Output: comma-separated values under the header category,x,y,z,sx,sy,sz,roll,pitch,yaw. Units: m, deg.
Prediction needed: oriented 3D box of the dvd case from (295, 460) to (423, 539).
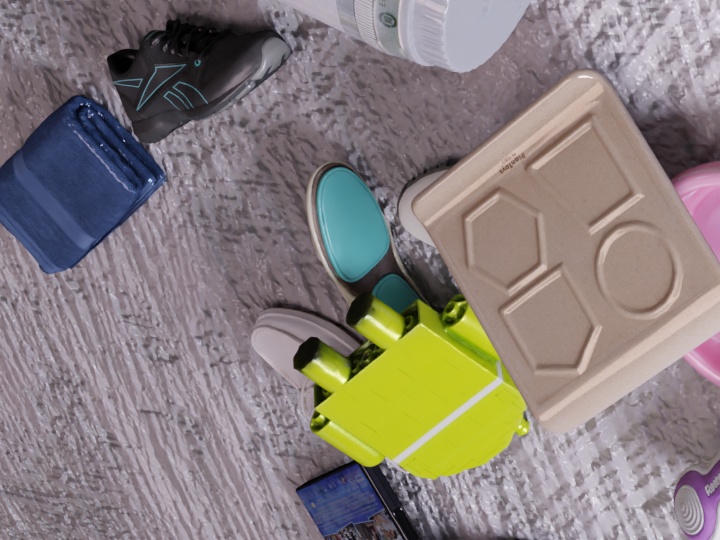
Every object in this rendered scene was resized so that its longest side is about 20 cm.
category,x,y,z,sx,sy,sz,roll,pitch,yaw
dvd case,0.026,0.265,1.932,0.200,0.018,0.143,59,149,1

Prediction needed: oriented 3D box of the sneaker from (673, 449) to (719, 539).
category,x,y,z,sx,sy,sz,roll,pitch,yaw
sneaker,0.300,0.139,1.546,0.200,0.100,0.075,129,127,-64

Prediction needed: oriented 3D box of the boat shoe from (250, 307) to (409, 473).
category,x,y,z,sx,sy,sz,roll,pitch,yaw
boat shoe,-0.020,0.102,1.827,0.200,0.069,0.071,31,141,20

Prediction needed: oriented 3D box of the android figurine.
category,x,y,z,sx,sy,sz,roll,pitch,yaw
android figurine,0.049,0.095,1.717,0.200,0.041,0.182,33,120,-28

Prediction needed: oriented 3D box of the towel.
category,x,y,z,sx,sy,sz,roll,pitch,yaw
towel,-0.256,-0.075,1.904,0.112,0.049,0.200,49,143,-4

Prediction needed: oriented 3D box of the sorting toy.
category,x,y,z,sx,sy,sz,roll,pitch,yaw
sorting toy,0.149,-0.012,1.490,0.185,0.036,0.200,-39,78,34

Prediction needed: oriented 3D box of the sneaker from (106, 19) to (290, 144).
category,x,y,z,sx,sy,sz,roll,pitch,yaw
sneaker,-0.135,-0.158,1.696,0.200,0.075,0.079,-18,108,49

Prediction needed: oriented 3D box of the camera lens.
category,x,y,z,sx,sy,sz,roll,pitch,yaw
camera lens,0.010,-0.235,1.422,0.200,0.160,0.160,28,139,22

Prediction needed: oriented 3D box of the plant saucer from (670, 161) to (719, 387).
category,x,y,z,sx,sy,sz,roll,pitch,yaw
plant saucer,0.284,0.005,1.476,0.200,0.051,0.201,24,137,25

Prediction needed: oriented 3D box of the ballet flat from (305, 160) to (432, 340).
category,x,y,z,sx,sy,sz,roll,pitch,yaw
ballet flat,0.000,0.000,1.727,0.069,0.069,0.200,-6,120,45

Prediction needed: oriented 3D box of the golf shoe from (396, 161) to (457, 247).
category,x,y,z,sx,sy,sz,roll,pitch,yaw
golf shoe,0.098,-0.024,1.593,0.200,0.088,0.077,14,134,36
